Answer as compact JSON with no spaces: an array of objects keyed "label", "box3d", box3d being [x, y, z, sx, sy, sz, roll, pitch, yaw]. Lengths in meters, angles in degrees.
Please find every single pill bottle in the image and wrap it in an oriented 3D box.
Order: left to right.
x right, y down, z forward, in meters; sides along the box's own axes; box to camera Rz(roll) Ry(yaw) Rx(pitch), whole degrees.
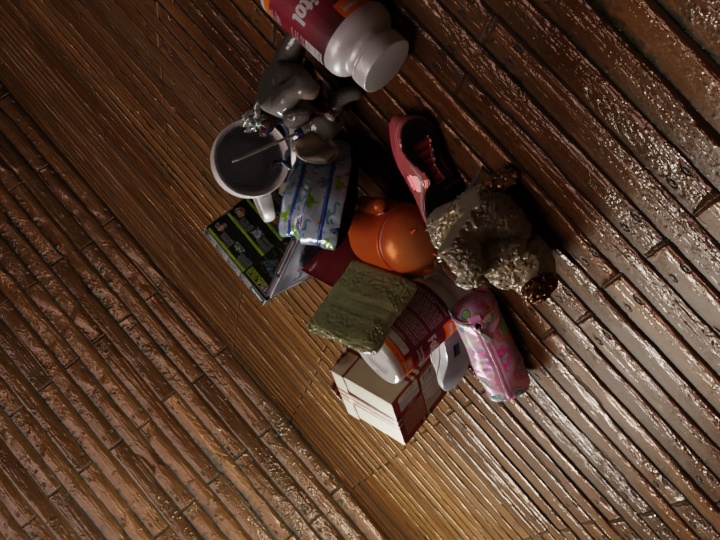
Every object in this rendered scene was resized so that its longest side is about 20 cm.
[{"label":"pill bottle","box3d":[-0.032,-0.336,1.255,0.200,0.113,0.113,44,159,15]},{"label":"pill bottle","box3d":[0.095,0.086,1.585,0.114,0.200,0.114,43,160,20]}]

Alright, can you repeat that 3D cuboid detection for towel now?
[{"label":"towel","box3d":[0.002,0.059,1.538,0.036,0.149,0.199,41,165,-31]}]

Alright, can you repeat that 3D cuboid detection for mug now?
[{"label":"mug","box3d":[-0.212,-0.190,1.825,0.175,0.146,0.202,-167,55,-77]}]

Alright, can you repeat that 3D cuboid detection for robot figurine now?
[{"label":"robot figurine","box3d":[0.058,-0.057,1.543,0.199,0.116,0.145,18,115,57]}]

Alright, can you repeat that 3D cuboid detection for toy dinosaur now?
[{"label":"toy dinosaur","box3d":[-0.121,-0.198,1.734,0.200,0.104,0.183,76,168,-70]}]

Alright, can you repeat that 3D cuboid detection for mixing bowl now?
[{"label":"mixing bowl","box3d":[0.000,0.000,1.726,0.199,0.109,0.200,28,179,0]}]

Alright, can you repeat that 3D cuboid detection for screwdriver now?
[{"label":"screwdriver","box3d":[-0.122,-0.220,1.529,0.028,0.198,0.029,10,119,69]}]

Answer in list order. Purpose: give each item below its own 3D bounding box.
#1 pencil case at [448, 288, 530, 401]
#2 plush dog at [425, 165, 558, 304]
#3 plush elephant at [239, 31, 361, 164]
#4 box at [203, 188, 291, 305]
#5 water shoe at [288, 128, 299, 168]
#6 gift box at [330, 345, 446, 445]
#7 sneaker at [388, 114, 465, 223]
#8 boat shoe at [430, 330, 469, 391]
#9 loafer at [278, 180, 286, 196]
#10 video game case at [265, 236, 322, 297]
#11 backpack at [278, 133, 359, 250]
[{"label":"pencil case","box3d":[0.217,0.128,1.561,0.087,0.087,0.201,24,147,51]},{"label":"plush dog","box3d":[0.201,-0.035,1.291,0.172,0.160,0.200,42,-168,-18]},{"label":"plush elephant","box3d":[-0.075,-0.260,1.451,0.200,0.154,0.166,-45,40,39]},{"label":"box","box3d":[-0.191,-0.063,1.952,0.200,0.193,0.048,49,161,2]},{"label":"water shoe","box3d":[-0.082,-0.251,1.598,0.078,0.072,0.202,2,126,6]},{"label":"gift box","box3d":[0.056,0.209,1.929,0.186,0.185,0.201,24,145,34]},{"label":"sneaker","box3d":[0.097,-0.148,1.394,0.087,0.073,0.201,43,159,59]},{"label":"boat shoe","box3d":[0.160,0.143,1.752,0.065,0.073,0.201,41,148,36]},{"label":"loafer","box3d":[-0.097,-0.102,1.834,0.200,0.068,0.076,42,-174,22]},{"label":"video game case","box3d":[-0.091,-0.045,1.724,0.019,0.142,0.201,42,129,18]},{"label":"backpack","box3d":[-0.064,-0.116,1.509,0.201,0.152,0.164,-108,30,-52]}]
